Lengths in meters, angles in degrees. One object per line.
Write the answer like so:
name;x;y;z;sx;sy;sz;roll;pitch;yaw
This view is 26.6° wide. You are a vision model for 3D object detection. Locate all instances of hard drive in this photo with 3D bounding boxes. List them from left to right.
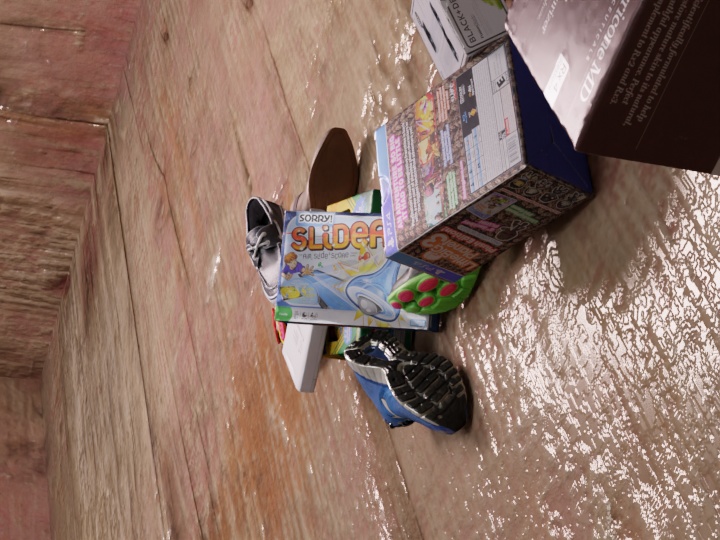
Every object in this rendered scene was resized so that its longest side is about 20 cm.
hard drive;-0.061;0.037;1.929;0.132;0.027;0.200;-119;38;-66

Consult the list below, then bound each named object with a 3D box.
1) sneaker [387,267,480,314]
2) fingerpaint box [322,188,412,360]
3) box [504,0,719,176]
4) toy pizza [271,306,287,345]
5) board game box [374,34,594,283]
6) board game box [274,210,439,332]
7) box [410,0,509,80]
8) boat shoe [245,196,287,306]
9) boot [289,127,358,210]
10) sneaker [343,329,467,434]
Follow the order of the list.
sneaker;0.098;-0.024;1.681;0.200;0.077;0.084;-50;30;34
fingerpaint box;0.007;0.010;1.896;0.167;0.073;0.200;167;109;-69
box;0.241;-0.204;1.224;0.200;0.164;0.166;-109;33;-50
toy pizza;-0.111;0.042;2.172;0.200;0.032;0.201;173;90;-83
board game box;0.119;-0.108;1.527;0.200;0.097;0.160;-33;49;39
board game box;0.000;0.000;1.792;0.200;0.034;0.136;2;83;24
box;0.106;-0.261;1.597;0.200;0.060;0.117;86;159;-82
boat shoe;-0.124;-0.031;2.064;0.072;0.068;0.200;-41;34;25
boot;-0.062;-0.096;2.128;0.146;0.070;0.200;-176;94;-72
sneaker;0.061;0.139;1.725;0.200;0.078;0.089;33;151;54
